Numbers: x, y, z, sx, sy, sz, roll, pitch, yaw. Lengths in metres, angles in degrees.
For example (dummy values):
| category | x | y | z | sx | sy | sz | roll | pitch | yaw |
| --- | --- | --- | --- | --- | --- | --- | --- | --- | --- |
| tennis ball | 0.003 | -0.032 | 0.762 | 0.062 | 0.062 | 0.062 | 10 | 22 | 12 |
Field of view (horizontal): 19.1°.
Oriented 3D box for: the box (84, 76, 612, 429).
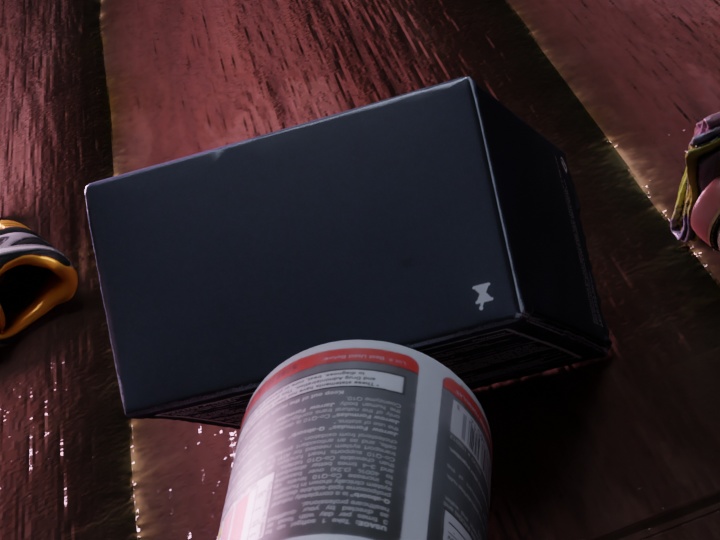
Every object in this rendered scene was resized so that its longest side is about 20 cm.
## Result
| category | x | y | z | sx | sy | sz | roll | pitch | yaw |
| --- | --- | --- | --- | --- | --- | --- | --- | --- | --- |
| box | 0.000 | 0.000 | 1.059 | 0.200 | 0.123 | 0.198 | -15 | -10 | 15 |

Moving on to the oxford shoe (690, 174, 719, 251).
| category | x | y | z | sx | sy | sz | roll | pitch | yaw |
| --- | --- | --- | --- | --- | --- | --- | --- | --- | --- |
| oxford shoe | 0.274 | -0.037 | 1.114 | 0.200 | 0.070 | 0.075 | -23 | 54 | -13 |

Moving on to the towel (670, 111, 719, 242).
| category | x | y | z | sx | sy | sz | roll | pitch | yaw |
| --- | --- | --- | --- | --- | --- | --- | --- | --- | --- |
| towel | 0.257 | -0.079 | 1.144 | 0.200 | 0.144 | 0.023 | -24 | 69 | -5 |

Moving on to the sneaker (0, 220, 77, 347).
| category | x | y | z | sx | sy | sz | roll | pitch | yaw |
| --- | --- | --- | --- | --- | --- | --- | --- | --- | --- |
| sneaker | -0.271 | 0.032 | 1.393 | 0.077 | 0.078 | 0.200 | 18 | 45 | 42 |

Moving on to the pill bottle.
| category | x | y | z | sx | sy | sz | roll | pitch | yaw |
| --- | --- | --- | --- | --- | --- | --- | --- | --- | --- |
| pill bottle | -0.005 | 0.130 | 0.893 | 0.116 | 0.116 | 0.200 | -14 | 31 | 16 |
